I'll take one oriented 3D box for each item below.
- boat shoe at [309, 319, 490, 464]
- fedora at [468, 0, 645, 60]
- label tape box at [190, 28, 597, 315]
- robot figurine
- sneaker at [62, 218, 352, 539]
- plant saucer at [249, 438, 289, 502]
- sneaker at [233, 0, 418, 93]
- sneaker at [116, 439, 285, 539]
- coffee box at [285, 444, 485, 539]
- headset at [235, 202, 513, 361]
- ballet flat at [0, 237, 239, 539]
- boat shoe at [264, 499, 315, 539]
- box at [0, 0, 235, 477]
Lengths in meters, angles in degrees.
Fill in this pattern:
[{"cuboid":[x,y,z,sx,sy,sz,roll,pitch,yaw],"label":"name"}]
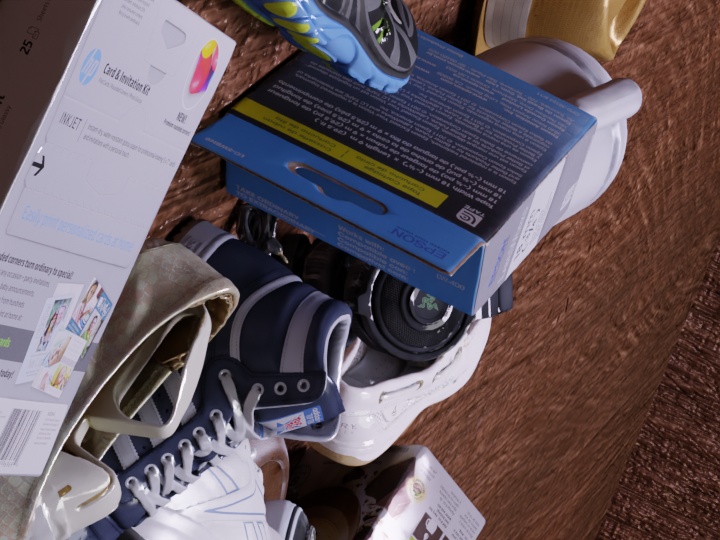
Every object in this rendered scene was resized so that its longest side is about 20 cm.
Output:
[{"cuboid":[0.035,0.045,1.468,0.200,0.071,0.069,-48,161,-48],"label":"boat shoe"},{"cuboid":[0.139,-0.189,1.462,0.201,0.082,0.201,-57,164,-26],"label":"fedora"},{"cuboid":[0.014,-0.046,1.130,0.200,0.144,0.063,-44,157,-54],"label":"label tape box"},{"cuboid":[0.087,-0.075,1.371,0.200,0.169,0.113,-29,101,-52],"label":"robot figurine"},{"cuboid":[-0.078,0.080,1.074,0.200,0.108,0.070,-61,165,-16],"label":"sneaker"},{"cuboid":[-0.092,0.170,1.339,0.200,0.032,0.200,-57,163,-28],"label":"plant saucer"},{"cuboid":[-0.006,-0.137,1.053,0.083,0.071,0.200,-59,163,1],"label":"sneaker"},{"cuboid":[-0.075,0.125,1.197,0.087,0.074,0.200,-71,156,-12],"label":"sneaker"},{"cuboid":[-0.023,0.210,1.445,0.080,0.113,0.200,51,55,-27],"label":"coffee box"},{"cuboid":[0.000,0.000,1.246,0.200,0.123,0.094,-9,99,-53],"label":"headset"},{"cuboid":[-0.119,0.070,1.006,0.200,0.062,0.068,-59,164,-23],"label":"ballet flat"},{"cuboid":[-0.030,0.229,1.313,0.072,0.071,0.201,77,12,-66],"label":"boat shoe"},{"cuboid":[-0.125,-0.019,0.883,0.201,0.041,0.156,-65,166,1],"label":"box"}]
